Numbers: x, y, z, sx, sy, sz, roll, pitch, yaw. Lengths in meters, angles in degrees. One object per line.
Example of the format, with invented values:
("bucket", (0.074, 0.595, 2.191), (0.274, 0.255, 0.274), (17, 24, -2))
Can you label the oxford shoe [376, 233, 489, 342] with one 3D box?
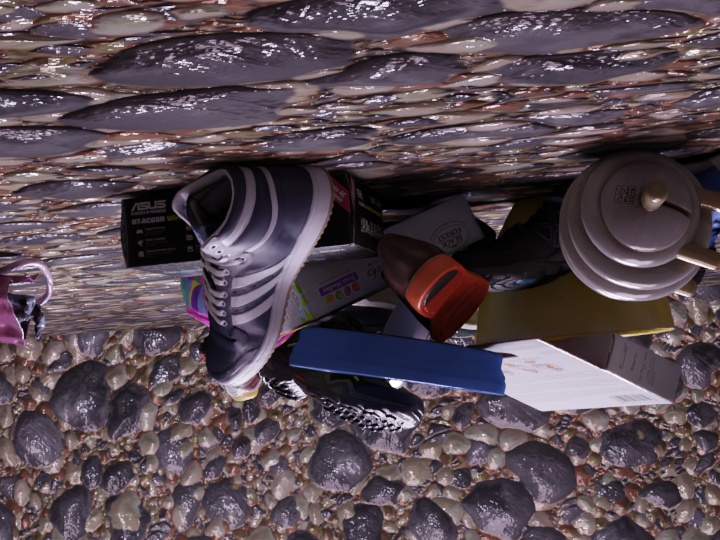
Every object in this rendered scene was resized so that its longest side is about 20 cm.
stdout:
("oxford shoe", (0.063, 0.010, 1.525), (0.071, 0.073, 0.200), (-47, 161, -5))

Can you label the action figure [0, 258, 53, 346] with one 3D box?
("action figure", (-0.443, 0.021, 1.831), (0.199, 0.134, 0.149), (7, -141, 3))

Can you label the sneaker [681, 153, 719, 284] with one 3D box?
("sneaker", (0.309, -0.042, 1.493), (0.200, 0.112, 0.077), (-8, 176, 37))

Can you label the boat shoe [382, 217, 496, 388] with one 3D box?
("boat shoe", (0.080, 0.035, 1.741), (0.066, 0.200, 0.070), (20, -176, -25))

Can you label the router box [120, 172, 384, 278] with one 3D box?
("router box", (-0.088, -0.036, 1.459), (0.199, 0.062, 0.150), (-6, 175, 9))

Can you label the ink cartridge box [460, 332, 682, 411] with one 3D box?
("ink cartridge box", (0.181, 0.087, 1.658), (0.173, 0.044, 0.200), (27, 160, -28))

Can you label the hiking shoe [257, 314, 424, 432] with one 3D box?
("hiking shoe", (-0.016, 0.092, 1.711), (0.200, 0.101, 0.076), (19, 161, 27))

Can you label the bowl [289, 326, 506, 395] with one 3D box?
("bowl", (0.036, 0.082, 1.564), (0.200, 0.039, 0.201), (8, 176, 1))

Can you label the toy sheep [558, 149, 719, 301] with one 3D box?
("toy sheep", (0.229, -0.037, 1.398), (0.137, 0.138, 0.200), (-4, 161, -5))

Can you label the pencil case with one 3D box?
("pencil case", (-0.128, 0.031, 1.761), (0.088, 0.089, 0.200), (-3, -172, -18))

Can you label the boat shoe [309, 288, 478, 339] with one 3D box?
("boat shoe", (0.030, 0.055, 1.807), (0.199, 0.066, 0.075), (8, -156, -15))

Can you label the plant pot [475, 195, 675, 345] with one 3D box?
("plant pot", (0.209, -0.002, 1.720), (0.199, 0.142, 0.200), (-5, 175, 0))

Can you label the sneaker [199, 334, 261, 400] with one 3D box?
("sneaker", (-0.099, 0.076, 1.883), (0.078, 0.082, 0.200), (-10, -160, 41))

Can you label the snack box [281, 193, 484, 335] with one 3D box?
("snack box", (0.000, 0.000, 1.620), (0.200, 0.053, 0.142), (-26, 180, -27))

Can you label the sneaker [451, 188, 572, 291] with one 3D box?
("sneaker", (0.174, -0.031, 1.596), (0.199, 0.082, 0.073), (-11, 171, -5))

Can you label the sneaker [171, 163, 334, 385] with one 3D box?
("sneaker", (-0.105, 0.001, 1.325), (0.108, 0.200, 0.070), (4, -149, -41))
